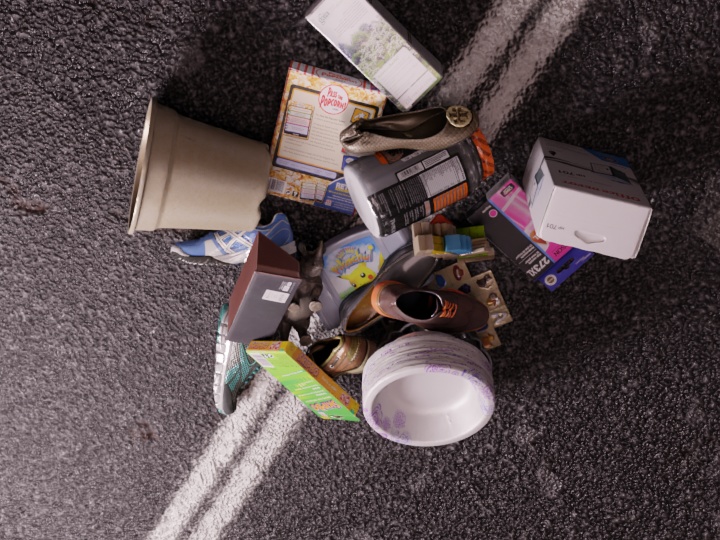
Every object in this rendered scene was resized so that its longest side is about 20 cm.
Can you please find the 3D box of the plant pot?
[{"bbox_3d":[-0.234,-0.137,1.568,0.183,0.201,0.201,10,115,-14],"label":"plant pot"}]

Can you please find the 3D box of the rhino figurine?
[{"bbox_3d":[-0.088,0.030,1.645,0.060,0.088,0.200,9,128,-13],"label":"rhino figurine"}]

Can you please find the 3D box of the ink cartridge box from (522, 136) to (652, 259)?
[{"bbox_3d":[0.323,-0.108,1.544,0.146,0.200,0.086,13,115,-5],"label":"ink cartridge box"}]

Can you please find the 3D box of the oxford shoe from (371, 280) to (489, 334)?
[{"bbox_3d":[0.117,0.062,1.604,0.199,0.072,0.071,8,92,-26],"label":"oxford shoe"}]

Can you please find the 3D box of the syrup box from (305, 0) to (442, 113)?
[{"bbox_3d":[0.021,-0.326,1.518,0.200,0.082,0.079,42,110,-16],"label":"syrup box"}]

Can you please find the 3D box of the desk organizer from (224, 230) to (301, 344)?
[{"bbox_3d":[-0.150,0.031,1.627,0.071,0.077,0.200,10,144,-15],"label":"desk organizer"}]

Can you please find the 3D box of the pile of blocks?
[{"bbox_3d":[0.143,-0.053,1.589,0.082,0.200,0.062,-11,81,31],"label":"pile of blocks"}]

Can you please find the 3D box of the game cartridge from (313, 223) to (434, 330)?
[{"bbox_3d":[0.000,0.000,1.694,0.200,0.040,0.134,-27,105,14],"label":"game cartridge"}]

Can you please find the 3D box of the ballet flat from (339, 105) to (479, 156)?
[{"bbox_3d":[0.067,-0.202,1.504,0.199,0.068,0.046,-7,142,8],"label":"ballet flat"}]

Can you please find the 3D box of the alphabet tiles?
[{"bbox_3d":[0.139,0.077,1.743,0.199,0.006,0.167,-22,111,12],"label":"alphabet tiles"}]

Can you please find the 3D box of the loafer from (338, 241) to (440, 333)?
[{"bbox_3d":[0.047,0.031,1.646,0.073,0.072,0.200,42,108,-12],"label":"loafer"}]

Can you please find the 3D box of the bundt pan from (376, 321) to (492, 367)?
[{"bbox_3d":[0.113,0.152,1.732,0.201,0.076,0.203,1,115,2],"label":"bundt pan"}]

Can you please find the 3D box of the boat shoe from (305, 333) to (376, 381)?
[{"bbox_3d":[-0.056,0.138,1.704,0.068,0.072,0.200,24,148,-27],"label":"boat shoe"}]

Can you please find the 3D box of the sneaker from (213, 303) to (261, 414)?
[{"bbox_3d":[-0.194,0.153,1.754,0.091,0.078,0.201,6,117,-5],"label":"sneaker"}]

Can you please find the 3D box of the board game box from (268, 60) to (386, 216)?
[{"bbox_3d":[-0.056,-0.196,1.599,0.151,0.046,0.201,15,115,-5],"label":"board game box"}]

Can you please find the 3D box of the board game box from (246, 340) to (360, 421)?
[{"bbox_3d":[-0.085,0.177,1.688,0.095,0.030,0.200,-3,138,45],"label":"board game box"}]

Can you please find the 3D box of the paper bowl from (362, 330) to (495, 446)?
[{"bbox_3d":[0.102,0.171,1.625,0.200,0.105,0.201,-1,135,-1],"label":"paper bowl"}]

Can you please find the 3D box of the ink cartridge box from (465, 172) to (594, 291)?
[{"bbox_3d":[0.266,-0.053,1.664,0.200,0.037,0.095,40,110,-17],"label":"ink cartridge box"}]

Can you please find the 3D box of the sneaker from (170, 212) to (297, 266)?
[{"bbox_3d":[-0.199,-0.046,1.671,0.199,0.076,0.077,-5,93,3],"label":"sneaker"}]

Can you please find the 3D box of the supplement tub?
[{"bbox_3d":[0.086,-0.141,1.560,0.199,0.123,0.123,-26,113,-9],"label":"supplement tub"}]
